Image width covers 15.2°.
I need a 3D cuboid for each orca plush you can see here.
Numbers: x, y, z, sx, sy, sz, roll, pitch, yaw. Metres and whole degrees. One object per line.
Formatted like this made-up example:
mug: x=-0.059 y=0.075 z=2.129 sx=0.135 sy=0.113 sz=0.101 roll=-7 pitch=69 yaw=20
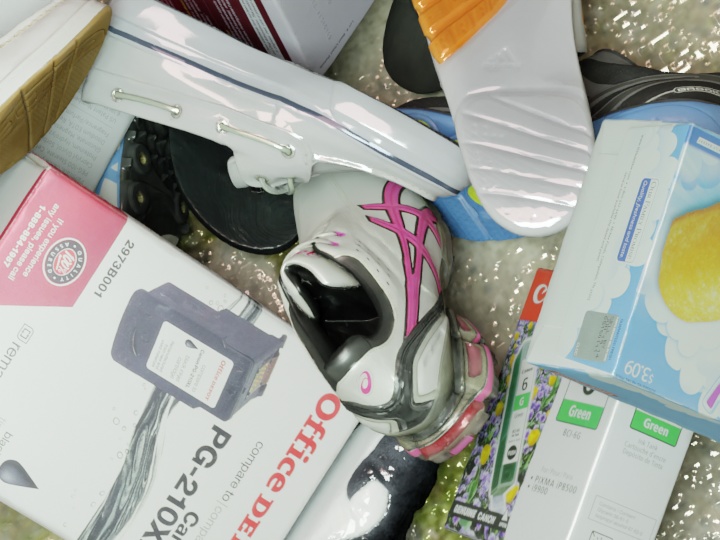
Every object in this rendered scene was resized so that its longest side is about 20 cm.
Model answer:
orca plush: x=0.008 y=0.120 z=1.322 sx=0.200 sy=0.071 sz=0.105 roll=-59 pitch=22 yaw=-11

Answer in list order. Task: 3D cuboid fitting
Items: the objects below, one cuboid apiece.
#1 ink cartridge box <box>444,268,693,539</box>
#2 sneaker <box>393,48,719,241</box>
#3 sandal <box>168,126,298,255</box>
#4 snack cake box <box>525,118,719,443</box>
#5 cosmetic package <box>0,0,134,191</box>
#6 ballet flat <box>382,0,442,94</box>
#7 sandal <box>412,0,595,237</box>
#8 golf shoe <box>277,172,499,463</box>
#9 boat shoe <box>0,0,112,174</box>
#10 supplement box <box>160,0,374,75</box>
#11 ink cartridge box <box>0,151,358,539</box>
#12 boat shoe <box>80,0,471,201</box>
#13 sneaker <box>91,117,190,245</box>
ink cartridge box: x=0.115 y=0.042 z=1.262 sx=0.109 sy=0.050 sz=0.201 roll=10 pitch=79 yaw=62
sneaker: x=0.099 y=-0.063 z=1.318 sx=0.199 sy=0.083 sz=0.071 roll=-3 pitch=118 yaw=32
sandal: x=-0.065 y=-0.107 z=1.381 sx=0.075 sy=0.048 sz=0.201 roll=-7 pitch=75 yaw=-2
snack cake box: x=0.181 y=0.021 z=1.195 sx=0.067 sy=0.199 sz=0.116 roll=7 pitch=77 yaw=57
cosmetic package: x=-0.240 y=-0.072 z=1.374 sx=0.199 sy=0.123 sz=0.201 roll=26 pitch=88 yaw=43
ballet flat: x=0.076 y=-0.176 z=1.346 sx=0.068 sy=0.068 sz=0.200 roll=43 pitch=94 yaw=21
sandal: x=0.069 y=-0.096 z=1.266 sx=0.079 sy=0.059 sz=0.207 roll=-10 pitch=60 yaw=7
golf shoe: x=0.000 y=0.000 z=1.276 sx=0.073 sy=0.092 sz=0.200 roll=-46 pitch=36 yaw=16
boat shoe: x=-0.194 y=-0.071 z=1.230 sx=0.069 sy=0.071 sz=0.200 roll=36 pitch=57 yaw=11
supplement box: x=-0.098 y=-0.178 z=1.341 sx=0.199 sy=0.109 sz=0.061 roll=27 pitch=73 yaw=25
ink cartridge box: x=-0.114 y=0.058 z=1.290 sx=0.200 sy=0.084 sz=0.145 roll=34 pitch=87 yaw=-20
boat shoe: x=-0.041 y=-0.068 z=1.295 sx=0.199 sy=0.074 sz=0.067 roll=26 pitch=94 yaw=17
sneaker: x=-0.135 y=0.005 z=1.380 sx=0.072 sy=0.072 sz=0.201 roll=2 pitch=76 yaw=27
